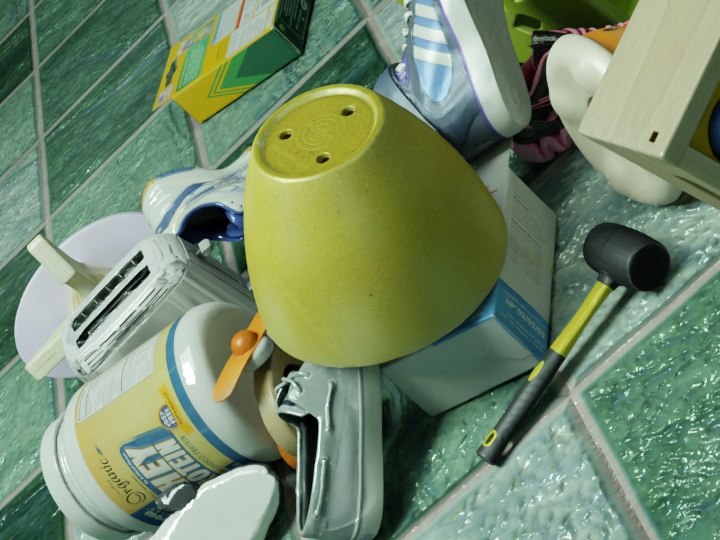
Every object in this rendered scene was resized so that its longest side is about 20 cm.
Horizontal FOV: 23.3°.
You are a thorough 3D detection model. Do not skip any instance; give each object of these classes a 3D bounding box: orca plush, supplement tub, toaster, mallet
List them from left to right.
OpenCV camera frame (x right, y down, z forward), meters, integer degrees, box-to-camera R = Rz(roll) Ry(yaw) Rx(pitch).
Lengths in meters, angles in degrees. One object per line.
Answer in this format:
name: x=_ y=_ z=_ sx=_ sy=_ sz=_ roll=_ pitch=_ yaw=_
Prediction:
toaster: x=-0.186 y=0.063 z=1.614 sx=0.200 sy=0.129 sz=0.114 roll=-45 pitch=27 yaw=7
supplement tub: x=-0.160 y=0.132 z=1.475 sx=0.200 sy=0.145 sz=0.145 roll=-34 pitch=31 yaw=27
orca plush: x=-0.128 y=0.242 z=1.413 sx=0.105 sy=0.071 sz=0.201 roll=26 pitch=86 yaw=16
mallet: x=0.143 y=0.050 z=1.263 sx=0.200 sy=0.041 sz=0.066 roll=-51 pitch=29 yaw=5

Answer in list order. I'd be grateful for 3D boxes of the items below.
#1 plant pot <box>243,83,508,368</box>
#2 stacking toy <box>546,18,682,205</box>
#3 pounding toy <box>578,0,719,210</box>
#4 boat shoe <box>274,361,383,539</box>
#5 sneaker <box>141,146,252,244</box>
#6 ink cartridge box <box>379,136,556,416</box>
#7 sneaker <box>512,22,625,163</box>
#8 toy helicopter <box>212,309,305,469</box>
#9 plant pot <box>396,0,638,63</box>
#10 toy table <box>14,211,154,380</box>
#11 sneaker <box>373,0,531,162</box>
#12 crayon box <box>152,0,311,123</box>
plant pot: x=-0.007 y=-0.050 z=1.276 sx=0.199 sy=0.142 sz=0.201 roll=-14 pitch=42 yaw=13
stacking toy: x=0.251 y=-0.156 z=1.296 sx=0.200 sy=0.146 sz=0.146 roll=-35 pitch=26 yaw=-12
pounding toy: x=0.289 y=-0.122 z=1.135 sx=0.185 sy=0.199 sz=0.142 roll=-64 pitch=29 yaw=2
boat shoe: x=-0.027 y=0.104 z=1.310 sx=0.070 sy=0.071 sz=0.202 roll=141 pitch=128 yaw=-64
sneaker: x=-0.106 y=-0.066 z=1.679 sx=0.199 sy=0.075 sz=0.088 roll=-20 pitch=45 yaw=-9
ink cartridge box: x=0.088 y=0.001 z=1.361 sx=0.115 sy=0.068 sz=0.201 roll=-28 pitch=35 yaw=34
sneaker: x=0.182 y=-0.165 z=1.404 sx=0.200 sy=0.095 sz=0.079 roll=-30 pitch=32 yaw=29
toy helicopter: x=-0.065 y=0.056 z=1.397 sx=0.079 sy=0.132 sz=0.201 roll=-31 pitch=56 yaw=30
plant pot: x=0.134 y=-0.294 z=1.531 sx=0.181 sy=0.199 sz=0.201 roll=-25 pitch=36 yaw=47
toy table: x=-0.259 y=0.033 z=1.730 sx=0.200 sy=0.184 sz=0.117 roll=-55 pitch=11 yaw=2
sneaker: x=0.044 y=-0.176 z=1.401 sx=0.146 sy=0.080 sz=0.201 roll=-22 pitch=81 yaw=32
crayon box: x=-0.147 y=-0.256 z=2.029 sx=0.200 sy=0.052 sz=0.126 roll=-29 pitch=34 yaw=32
